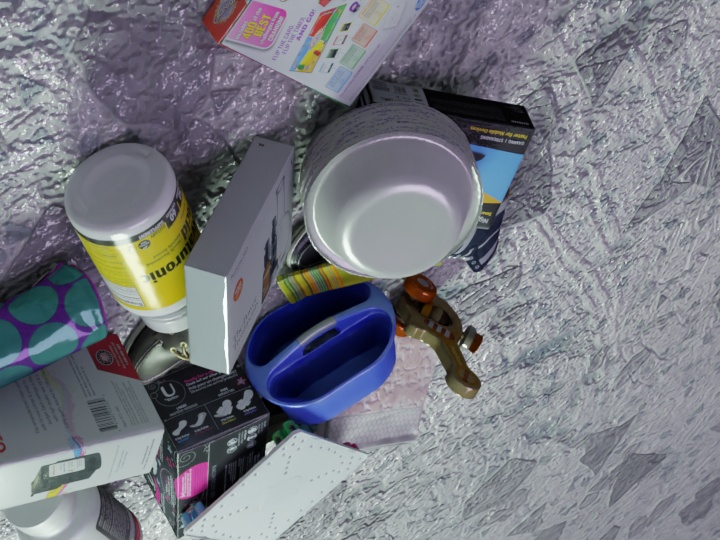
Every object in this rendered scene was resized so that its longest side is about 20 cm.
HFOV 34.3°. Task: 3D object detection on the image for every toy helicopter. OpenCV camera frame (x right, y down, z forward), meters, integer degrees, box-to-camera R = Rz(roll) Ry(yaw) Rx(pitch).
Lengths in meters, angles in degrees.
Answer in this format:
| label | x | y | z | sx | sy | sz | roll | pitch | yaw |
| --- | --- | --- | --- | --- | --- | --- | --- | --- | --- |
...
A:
| label | x | y | z | sx | sy | sz | roll | pitch | yaw |
| --- | --- | --- | --- | --- | --- | --- | --- | --- | --- |
| toy helicopter | 0.117 | 0.098 | 1.545 | 0.131 | 0.201 | 0.079 | 18 | 120 | -31 |

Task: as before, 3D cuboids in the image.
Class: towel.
| label | x | y | z | sx | sy | sz | roll | pitch | yaw |
| --- | --- | --- | --- | --- | --- | --- | --- | --- | --- |
| towel | 0.030 | 0.161 | 1.631 | 0.198 | 0.032 | 0.194 | 0 | 108 | -45 |
| towel | 0.000 | 0.000 | 1.404 | 0.197 | 0.018 | 0.086 | -14 | 164 | 5 |

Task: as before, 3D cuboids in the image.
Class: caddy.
| label | x | y | z | sx | sy | sz | roll | pitch | yaw |
| --- | --- | --- | --- | --- | --- | --- | --- | --- | --- |
| caddy | -0.046 | 0.096 | 1.448 | 0.199 | 0.142 | 0.105 | -32 | 149 | -9 |

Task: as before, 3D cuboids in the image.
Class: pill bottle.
| label | x | y | z | sx | sy | sz | roll | pitch | yaw |
| --- | --- | --- | --- | --- | --- | --- | --- | --- | --- |
| pill bottle | -0.216 | -0.024 | 1.182 | 0.110 | 0.112 | 0.201 | -30 | 146 | -11 |
| pill bottle | -0.356 | 0.312 | 1.442 | 0.110 | 0.111 | 0.201 | -34 | 146 | -5 |

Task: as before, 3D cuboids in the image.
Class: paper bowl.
| label | x | y | z | sx | sy | sz | roll | pitch | yaw |
| --- | --- | --- | --- | --- | --- | --- | --- | --- | --- |
| paper bowl | 0.035 | -0.073 | 1.260 | 0.197 | 0.105 | 0.203 | -5 | 131 | -6 |

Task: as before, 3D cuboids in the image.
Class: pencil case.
| label | x | y | z | sx | sy | sz | roll | pitch | yaw |
| --- | --- | --- | --- | --- | --- | --- | --- | --- | --- |
| pencil case | -0.361 | 0.067 | 1.179 | 0.198 | 0.093 | 0.085 | -27 | 180 | -20 |

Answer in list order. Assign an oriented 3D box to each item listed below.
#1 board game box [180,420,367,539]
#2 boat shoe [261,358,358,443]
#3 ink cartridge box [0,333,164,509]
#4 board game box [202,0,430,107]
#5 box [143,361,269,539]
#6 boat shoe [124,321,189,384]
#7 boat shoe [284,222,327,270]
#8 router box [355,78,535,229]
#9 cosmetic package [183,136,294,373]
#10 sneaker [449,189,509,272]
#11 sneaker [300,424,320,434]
| label | x | y | z | sx | sy | sz | roll | pitch | yaw |
| --- | --- | --- | --- | --- | --- | --- | --- | --- | --- |
| board game box | -0.109 | 0.278 | 1.501 | 0.200 | 0.026 | 0.200 | -42 | 149 | 9 |
| boat shoe | -0.080 | 0.162 | 1.529 | 0.199 | 0.065 | 0.073 | -35 | -175 | 15 |
| ink cartridge box | -0.335 | 0.160 | 1.256 | 0.198 | 0.146 | 0.083 | -9 | 139 | -35 |
| board game box | -0.036 | -0.258 | 1.138 | 0.153 | 0.040 | 0.199 | -50 | 144 | 17 |
| box | -0.198 | 0.220 | 1.476 | 0.131 | 0.115 | 0.201 | -20 | 144 | -25 |
| boat shoe | -0.196 | 0.065 | 1.346 | 0.201 | 0.061 | 0.072 | -45 | 145 | 10 |
| boat shoe | 0.000 | -0.049 | 1.394 | 0.198 | 0.063 | 0.075 | -25 | 145 | -17 |
| router box | 0.080 | -0.129 | 1.325 | 0.197 | 0.051 | 0.150 | 6 | 130 | -18 |
| cosmetic package | -0.124 | -0.018 | 1.223 | 0.152 | 0.051 | 0.201 | 92 | 15 | -47 |
| sneaker | 0.105 | -0.036 | 1.495 | 0.198 | 0.070 | 0.109 | -25 | 142 | -23 |
| sneaker | -0.045 | 0.234 | 1.662 | 0.095 | 0.079 | 0.201 | -33 | 146 | -9 |
